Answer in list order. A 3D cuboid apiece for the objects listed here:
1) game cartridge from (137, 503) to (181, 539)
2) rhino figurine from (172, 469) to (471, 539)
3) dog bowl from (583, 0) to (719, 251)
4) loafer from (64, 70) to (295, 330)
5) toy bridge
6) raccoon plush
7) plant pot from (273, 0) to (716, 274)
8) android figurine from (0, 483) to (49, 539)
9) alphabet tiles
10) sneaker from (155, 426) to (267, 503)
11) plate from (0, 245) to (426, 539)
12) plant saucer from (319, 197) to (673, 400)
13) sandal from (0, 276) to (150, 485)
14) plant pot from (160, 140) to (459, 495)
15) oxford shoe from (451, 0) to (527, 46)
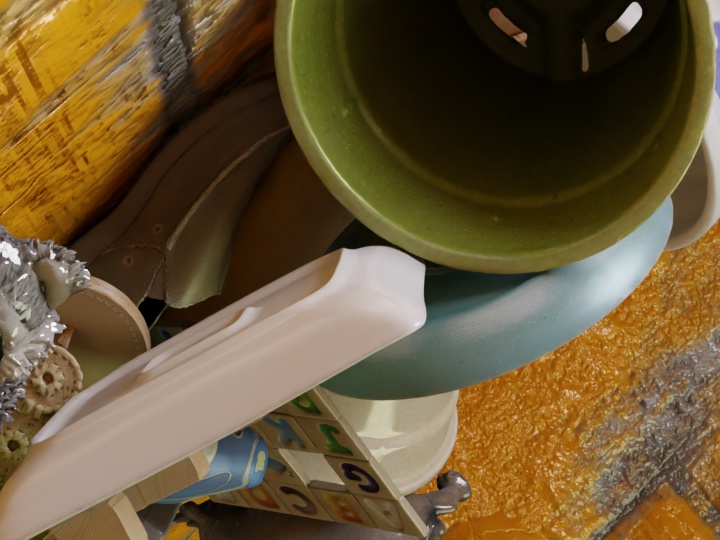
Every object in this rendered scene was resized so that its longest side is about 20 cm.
[{"bbox_3d":[-0.172,0.210,1.258,0.201,0.040,0.133,-56,-173,15],"label":"game cartridge"},{"bbox_3d":[-0.036,0.155,1.271,0.198,0.060,0.087,0,-160,28],"label":"rhino figurine"},{"bbox_3d":[0.163,-0.115,1.290,0.079,0.200,0.200,-42,172,-25],"label":"dog bowl"},{"bbox_3d":[-0.087,-0.019,1.041,0.200,0.068,0.076,-44,175,17],"label":"loafer"},{"bbox_3d":[-0.101,0.094,0.931,0.067,0.027,0.200,-26,-174,19],"label":"toy bridge"},{"bbox_3d":[-0.174,0.014,0.883,0.135,0.096,0.200,-58,-162,11],"label":"raccoon plush"},{"bbox_3d":[0.081,-0.125,0.994,0.200,0.200,0.190,-47,-178,26],"label":"plant pot"},{"bbox_3d":[-0.172,0.128,1.010,0.200,0.181,0.041,42,68,-51],"label":"android figurine"},{"bbox_3d":[-0.076,0.082,1.134,0.199,0.168,0.008,3,-129,42],"label":"alphabet tiles"},{"bbox_3d":[-0.129,0.094,1.113,0.077,0.199,0.077,18,83,-39],"label":"sneaker"},{"bbox_3d":[-0.064,0.043,0.895,0.198,0.033,0.200,-29,-175,5],"label":"plate"},{"bbox_3d":[0.054,-0.010,1.015,0.198,0.028,0.201,-20,-154,10],"label":"plant saucer"},{"bbox_3d":[-0.168,0.080,1.025,0.212,0.077,0.070,-40,-153,51],"label":"sandal"},{"bbox_3d":[0.000,0.000,1.212,0.200,0.200,0.184,-33,156,-50],"label":"plant pot"},{"bbox_3d":[0.044,-0.142,1.130,0.200,0.071,0.072,-33,139,-50],"label":"oxford shoe"}]
